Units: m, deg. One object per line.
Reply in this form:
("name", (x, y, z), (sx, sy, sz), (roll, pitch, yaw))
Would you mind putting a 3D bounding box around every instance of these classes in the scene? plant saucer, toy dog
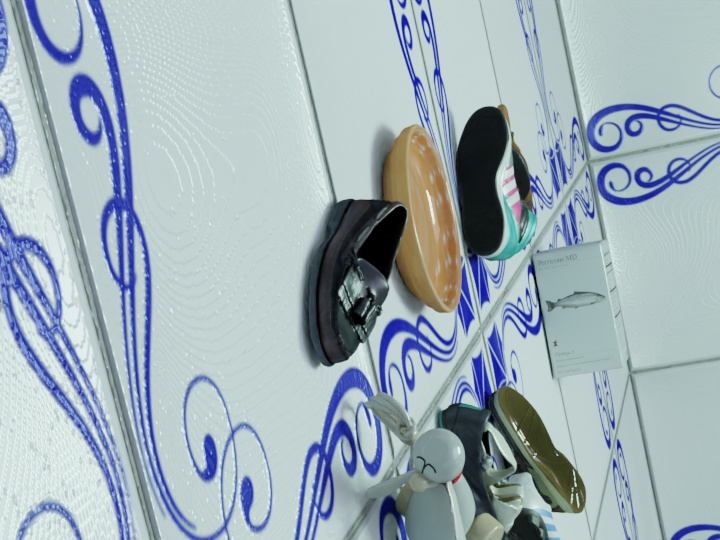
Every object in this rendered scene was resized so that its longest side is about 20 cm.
("plant saucer", (0.064, -0.053, 1.482), (0.200, 0.037, 0.203), (-12, 90, -74))
("toy dog", (0.055, 0.209, 1.203), (0.097, 0.131, 0.201), (-49, 135, -18))

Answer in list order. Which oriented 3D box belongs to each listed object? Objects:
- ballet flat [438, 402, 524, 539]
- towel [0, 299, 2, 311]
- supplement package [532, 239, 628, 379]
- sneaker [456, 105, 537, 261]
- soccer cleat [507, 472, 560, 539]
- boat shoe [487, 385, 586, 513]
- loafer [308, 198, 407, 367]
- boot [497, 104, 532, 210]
("ballet flat", (0.140, 0.231, 1.510), (0.073, 0.072, 0.202), (-68, 144, -61))
("towel", (-0.211, -0.009, 0.538), (0.193, 0.034, 0.202), (-74, 149, -56))
("supplement package", (0.357, 0.060, 2.252), (0.117, 0.115, 0.203), (-17, 96, -73))
("sneaker", (0.182, -0.102, 1.818), (0.121, 0.082, 0.203), (31, 58, -62))
("soccer cleat", (0.224, 0.333, 1.726), (0.087, 0.069, 0.201), (-80, 154, -48))
("boat shoe", (0.211, 0.235, 1.754), (0.201, 0.064, 0.073), (55, 35, -16))
("loafer", (0.000, 0.000, 1.187), (0.201, 0.062, 0.072), (-78, 152, -52))
("boot", (0.218, -0.167, 2.013), (0.189, 0.068, 0.202), (62, 23, -45))
